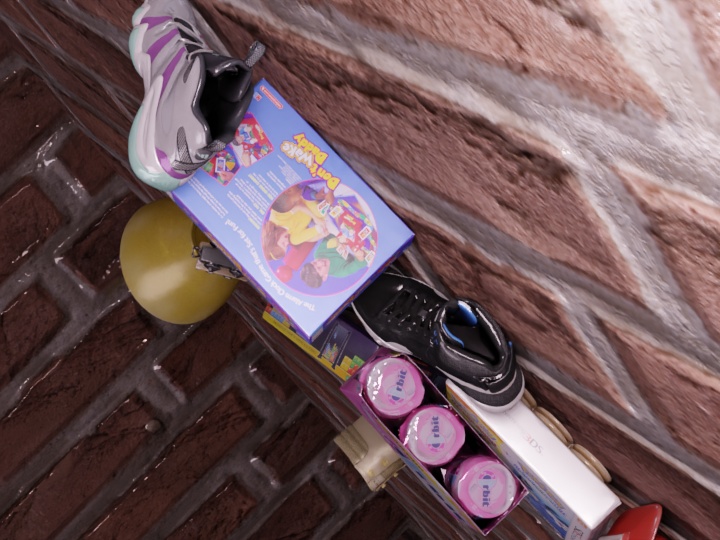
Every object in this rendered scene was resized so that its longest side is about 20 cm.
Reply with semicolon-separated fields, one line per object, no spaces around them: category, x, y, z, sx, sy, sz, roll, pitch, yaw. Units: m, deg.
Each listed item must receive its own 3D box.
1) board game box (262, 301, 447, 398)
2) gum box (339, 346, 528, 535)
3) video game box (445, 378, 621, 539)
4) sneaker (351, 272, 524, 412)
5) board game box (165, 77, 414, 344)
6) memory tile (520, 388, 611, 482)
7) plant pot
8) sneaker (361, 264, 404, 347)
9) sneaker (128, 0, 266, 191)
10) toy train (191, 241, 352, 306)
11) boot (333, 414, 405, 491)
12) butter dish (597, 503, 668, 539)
board game box;0.007;0.089;1.613;0.164;0.057;0.199;25;-175;-43
gum box;0.068;0.164;1.429;0.200;0.066;0.113;48;171;-6
video game box;0.169;0.188;1.421;0.200;0.047;0.183;45;168;17
sneaker;0.067;0.042;1.306;0.199;0.073;0.112;34;163;24
board game box;-0.067;-0.054;1.287;0.200;0.134;0.045;46;171;6
memory tile;0.189;0.175;1.460;0.153;0.017;0.200;45;171;13
plant pot;-0.249;-0.031;2.179;0.200;0.201;0.141;49;144;-15
sneaker;0.000;0.000;1.448;0.200;0.074;0.079;43;163;-13
sneaker;-0.134;-0.179;1.232;0.139;0.203;0.077;-24;151;39
toy train;-0.084;0.005;1.500;0.197;0.035;0.046;15;170;-14
boot;0.074;0.222;1.755;0.200;0.155;0.073;41;170;31
butter dish;0.278;0.333;1.316;0.146;0.202;0.200;22;169;4
